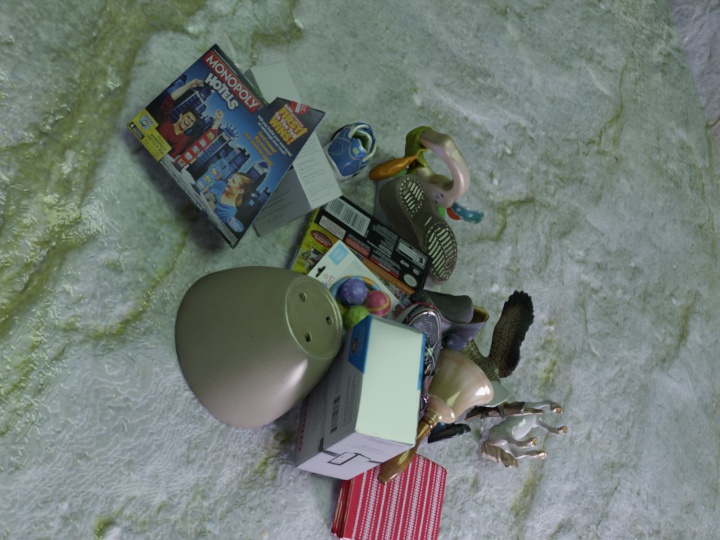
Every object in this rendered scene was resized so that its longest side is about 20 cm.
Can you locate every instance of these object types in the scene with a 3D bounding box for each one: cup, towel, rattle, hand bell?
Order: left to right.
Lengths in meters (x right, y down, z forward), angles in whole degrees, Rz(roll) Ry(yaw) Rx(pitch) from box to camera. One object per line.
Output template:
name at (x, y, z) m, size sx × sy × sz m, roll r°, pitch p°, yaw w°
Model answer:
cup at (-0.105, 0.077, 1.202) m, size 0.199 × 0.142 × 0.204 m, roll 25°, pitch 54°, yaw -41°
towel at (0.044, 0.314, 1.349) m, size 0.199 × 0.022 × 0.147 m, roll 30°, pitch 63°, yaw -40°
hand bell at (0.088, 0.215, 1.353) m, size 0.200 × 0.103 × 0.105 m, roll -48°, pitch 111°, yaw -28°
rattle at (0.110, -0.116, 1.572) m, size 0.144 × 0.128 × 0.202 m, roll -57°, pitch 144°, yaw -36°

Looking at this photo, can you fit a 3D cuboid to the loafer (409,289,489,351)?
loafer at (0.127, 0.057, 1.410) m, size 0.073 × 0.072 × 0.200 m, roll 60°, pitch 12°, yaw 22°

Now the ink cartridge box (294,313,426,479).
ink cartridge box at (-0.004, 0.162, 1.219) m, size 0.083 × 0.200 × 0.148 m, roll 16°, pitch 63°, yaw -18°

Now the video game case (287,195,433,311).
video game case at (0.000, 0.000, 1.411) m, size 0.198 × 0.025 × 0.182 m, roll 33°, pitch 51°, yaw -14°

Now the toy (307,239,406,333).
toy at (0.014, 0.061, 1.336) m, size 0.200 × 0.047 × 0.115 m, roll 47°, pitch 60°, yaw -8°

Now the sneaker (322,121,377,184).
sneaker at (-0.004, -0.185, 1.496) m, size 0.076 × 0.076 × 0.200 m, roll 56°, pitch 24°, yaw -14°

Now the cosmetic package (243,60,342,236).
cosmetic package at (-0.121, -0.165, 1.328) m, size 0.081 × 0.112 × 0.202 m, roll -31°, pitch 96°, yaw -53°

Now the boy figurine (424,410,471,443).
boy figurine at (0.107, 0.155, 1.485) m, size 0.124 × 0.064 × 0.204 m, roll 9°, pitch 65°, yaw -62°

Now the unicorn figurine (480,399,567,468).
unicorn figurine at (0.269, 0.254, 1.611) m, size 0.198 × 0.136 × 0.075 m, roll -15°, pitch 100°, yaw -39°

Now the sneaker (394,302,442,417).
sneaker at (0.067, 0.142, 1.290) m, size 0.079 × 0.075 × 0.204 m, roll 17°, pitch 86°, yaw -19°

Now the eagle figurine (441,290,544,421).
eagle figurine at (0.199, 0.135, 1.571) m, size 0.150 × 0.150 × 0.204 m, roll -1°, pitch 83°, yaw -37°

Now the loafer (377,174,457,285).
loafer at (0.088, -0.065, 1.517) m, size 0.076 × 0.068 × 0.202 m, roll -43°, pitch 124°, yaw -26°

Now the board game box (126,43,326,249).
board game box at (-0.150, -0.169, 1.229) m, size 0.201 × 0.199 × 0.062 m, roll 49°, pitch -1°, yaw -9°

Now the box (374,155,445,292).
box at (0.079, -0.065, 1.590) m, size 0.144 × 0.036 × 0.203 m, roll 35°, pitch 50°, yaw -36°
